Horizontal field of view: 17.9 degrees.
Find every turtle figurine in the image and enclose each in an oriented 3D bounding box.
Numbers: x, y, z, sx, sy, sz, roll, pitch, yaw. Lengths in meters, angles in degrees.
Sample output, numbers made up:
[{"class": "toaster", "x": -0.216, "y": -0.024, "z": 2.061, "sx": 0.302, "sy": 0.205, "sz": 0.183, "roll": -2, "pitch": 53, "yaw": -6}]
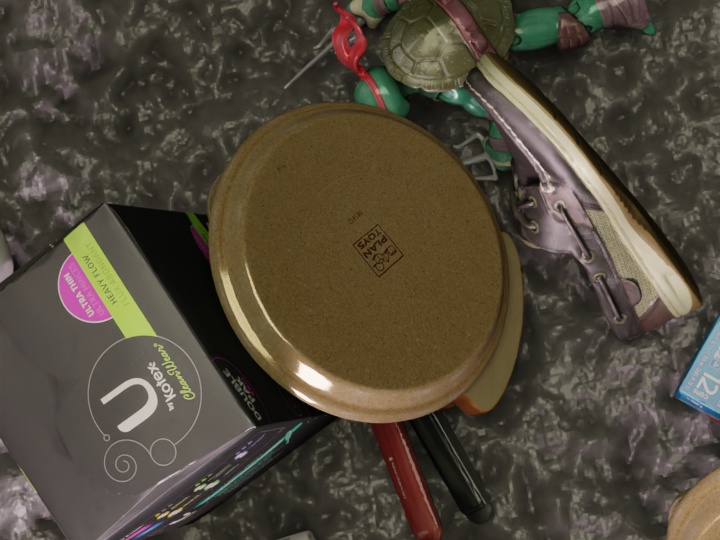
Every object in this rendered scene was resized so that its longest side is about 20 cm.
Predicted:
[{"class": "turtle figurine", "x": 0.062, "y": -0.128, "z": 1.333, "sx": 0.200, "sy": 0.101, "sz": 0.150, "roll": -32, "pitch": 82, "yaw": -4}]

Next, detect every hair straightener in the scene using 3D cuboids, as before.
[{"class": "hair straightener", "x": 0.032, "y": 0.059, "z": 1.350, "sx": 0.077, "sy": 0.041, "sz": 0.200, "roll": -19, "pitch": 76, "yaw": -22}]

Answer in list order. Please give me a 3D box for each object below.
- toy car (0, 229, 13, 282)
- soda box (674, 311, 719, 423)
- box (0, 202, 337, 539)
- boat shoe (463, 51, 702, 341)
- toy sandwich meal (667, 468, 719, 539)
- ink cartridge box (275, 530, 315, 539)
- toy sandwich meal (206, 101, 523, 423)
[{"class": "toy car", "x": -0.311, "y": 0.022, "z": 1.326, "sx": 0.175, "sy": 0.150, "sz": 0.200, "roll": 19, "pitch": 86, "yaw": 8}, {"class": "soda box", "x": 0.258, "y": 0.001, "z": 1.311, "sx": 0.068, "sy": 0.064, "sz": 0.200, "roll": 30, "pitch": 88, "yaw": 8}, {"class": "box", "x": -0.115, "y": 0.058, "z": 1.269, "sx": 0.124, "sy": 0.200, "sz": 0.149, "roll": -37, "pitch": 81, "yaw": 11}, {"class": "boat shoe", "x": 0.117, "y": -0.036, "z": 1.298, "sx": 0.065, "sy": 0.073, "sz": 0.200, "roll": -38, "pitch": 109, "yaw": 9}, {"class": "toy sandwich meal", "x": 0.271, "y": 0.147, "z": 1.260, "sx": 0.205, "sy": 0.205, "sz": 0.070, "roll": 9, "pitch": 44, "yaw": 7}, {"class": "ink cartridge box", "x": -0.071, "y": 0.271, "z": 1.338, "sx": 0.161, "sy": 0.050, "sz": 0.200, "roll": -19, "pitch": 101, "yaw": 4}, {"class": "toy sandwich meal", "x": 0.000, "y": 0.000, "z": 1.283, "sx": 0.205, "sy": 0.070, "sz": 0.206, "roll": 9, "pitch": 69, "yaw": -25}]
